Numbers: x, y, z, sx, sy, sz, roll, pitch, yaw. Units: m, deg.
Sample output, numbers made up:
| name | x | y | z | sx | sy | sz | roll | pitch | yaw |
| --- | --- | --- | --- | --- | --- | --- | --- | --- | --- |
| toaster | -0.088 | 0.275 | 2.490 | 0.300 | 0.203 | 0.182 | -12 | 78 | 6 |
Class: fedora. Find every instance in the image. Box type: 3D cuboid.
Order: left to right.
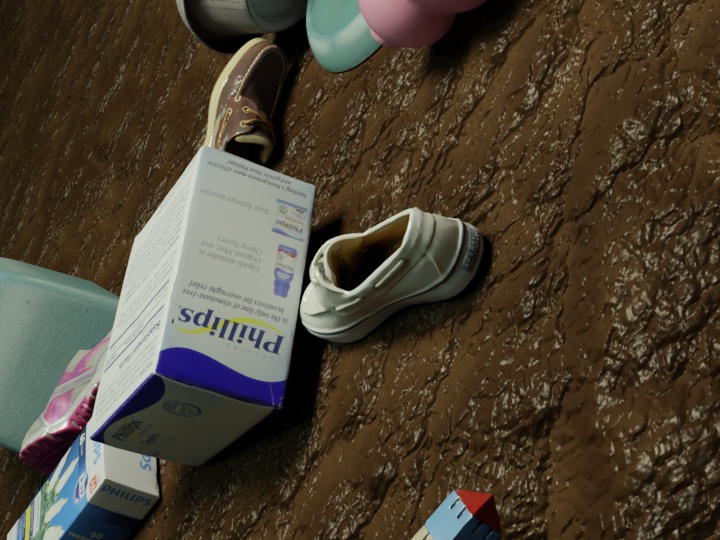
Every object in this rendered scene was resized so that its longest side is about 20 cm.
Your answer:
| name | x | y | z | sx | sy | sz | roll | pitch | yaw |
| --- | --- | --- | --- | --- | --- | --- | --- | --- | --- |
| fedora | -0.091 | -0.298 | 1.197 | 0.090 | 0.177 | 0.200 | 15 | 41 | 29 |

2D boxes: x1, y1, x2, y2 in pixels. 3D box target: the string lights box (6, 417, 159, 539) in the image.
| name | x | y | z | sx | sy | sz | roll | pitch | yaw |
| --- | --- | --- | --- | --- | --- | --- | --- | --- | --- |
| string lights box | -0.263 | 0.231 | 1.157 | 0.200 | 0.059 | 0.103 | -52 | 30 | 24 |

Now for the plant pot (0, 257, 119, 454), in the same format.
| name | x | y | z | sx | sy | sz | roll | pitch | yaw |
| --- | --- | --- | --- | --- | --- | --- | --- | --- | --- |
| plant pot | -0.401 | 0.079 | 1.360 | 0.196 | 0.200 | 0.197 | 16 | 83 | 62 |

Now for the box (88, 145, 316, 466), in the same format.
| name | x | y | z | sx | sy | sz | roll | pitch | yaw |
| --- | --- | --- | --- | --- | --- | --- | --- | --- | --- |
| box | -0.129 | 0.035 | 1.004 | 0.184 | 0.105 | 0.200 | -41 | 36 | 55 |

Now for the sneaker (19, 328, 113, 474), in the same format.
| name | x | y | z | sx | sy | sz | roll | pitch | yaw |
| --- | --- | --- | --- | --- | --- | --- | --- | --- | --- |
| sneaker | -0.265 | 0.131 | 1.226 | 0.200 | 0.081 | 0.088 | -40 | 36 | 26 |

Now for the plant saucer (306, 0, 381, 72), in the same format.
| name | x | y | z | sx | sy | sz | roll | pitch | yaw |
| --- | --- | --- | --- | --- | --- | --- | --- | --- | --- |
| plant saucer | 0.006 | -0.276 | 1.117 | 0.200 | 0.027 | 0.200 | -40 | 37 | 39 |

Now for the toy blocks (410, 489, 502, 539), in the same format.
| name | x | y | z | sx | sy | sz | roll | pitch | yaw |
| --- | --- | --- | --- | --- | --- | --- | --- | --- | --- |
| toy blocks | 0.055 | 0.204 | 0.621 | 0.137 | 0.100 | 0.200 | -49 | 30 | 7 |

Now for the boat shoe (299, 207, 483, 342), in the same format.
| name | x | y | z | sx | sy | sz | roll | pitch | yaw |
| --- | --- | --- | --- | --- | --- | --- | --- | --- | --- |
| boat shoe | 0.000 | 0.000 | 0.870 | 0.200 | 0.070 | 0.071 | -20 | 51 | 56 |

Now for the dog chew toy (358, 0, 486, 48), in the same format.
| name | x | y | z | sx | sy | sz | roll | pitch | yaw |
| --- | --- | --- | --- | --- | --- | --- | --- | --- | --- |
| dog chew toy | 0.064 | -0.248 | 0.906 | 0.200 | 0.124 | 0.125 | -55 | 30 | 35 |

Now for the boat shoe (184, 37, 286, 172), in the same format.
| name | x | y | z | sx | sy | sz | roll | pitch | yaw |
| --- | --- | --- | --- | --- | --- | --- | --- | --- | --- |
| boat shoe | -0.107 | -0.123 | 1.163 | 0.072 | 0.072 | 0.200 | 15 | 76 | 41 |
